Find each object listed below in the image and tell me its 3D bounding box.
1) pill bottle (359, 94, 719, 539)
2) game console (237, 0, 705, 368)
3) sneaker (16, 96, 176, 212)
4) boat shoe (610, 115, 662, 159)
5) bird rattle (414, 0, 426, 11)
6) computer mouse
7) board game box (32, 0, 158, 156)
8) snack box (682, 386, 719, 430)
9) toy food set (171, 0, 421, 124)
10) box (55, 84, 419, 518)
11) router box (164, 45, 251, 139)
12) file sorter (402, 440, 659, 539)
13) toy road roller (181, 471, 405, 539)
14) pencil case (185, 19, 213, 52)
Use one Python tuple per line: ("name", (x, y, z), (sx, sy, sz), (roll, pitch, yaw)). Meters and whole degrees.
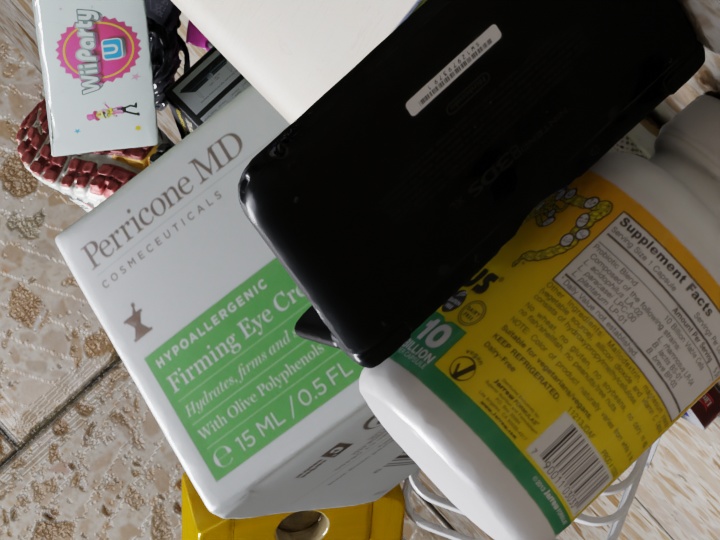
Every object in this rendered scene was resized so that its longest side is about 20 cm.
("pill bottle", (0.106, 0.020, 1.236), (0.113, 0.200, 0.113), (46, 173, 8))
("game console", (0.034, -0.065, 1.200), (0.116, 0.200, 0.176), (38, 169, 47))
("sneaker", (-0.129, -0.045, 1.648), (0.200, 0.078, 0.082), (42, 171, 38))
("boat shoe", (0.108, -0.050, 1.362), (0.200, 0.069, 0.071), (43, 173, 36))
("bird rattle", (0.003, -0.189, 1.274), (0.200, 0.113, 0.163), (66, 155, 3))
("computer mouse", (-0.114, -0.210, 1.704), (0.139, 0.053, 0.200), (-102, 8, -45))
("board game box", (-0.157, -0.184, 1.593), (0.200, 0.064, 0.148), (-101, 7, -47))
("snack box", (0.142, 0.010, 1.659), (0.200, 0.024, 0.072), (51, 169, -28))
("toy food set", (-0.018, -0.163, 1.204), (0.144, 0.060, 0.200), (47, 134, 6))
("box", (0.000, 0.000, 1.428), (0.171, 0.199, 0.200), (59, -160, 15))
("router box", (-0.035, -0.040, 1.656), (0.157, 0.052, 0.200), (45, 173, 11))
("file sorter", (0.101, 0.094, 1.631), (0.139, 0.125, 0.200), (20, 154, 6))
("toy road roller", (-0.049, 0.101, 1.664), (0.146, 0.123, 0.200), (-110, 17, -47))
("pencil case", (-0.021, -0.114, 1.696), (0.200, 0.088, 0.088), (34, 165, 50))
